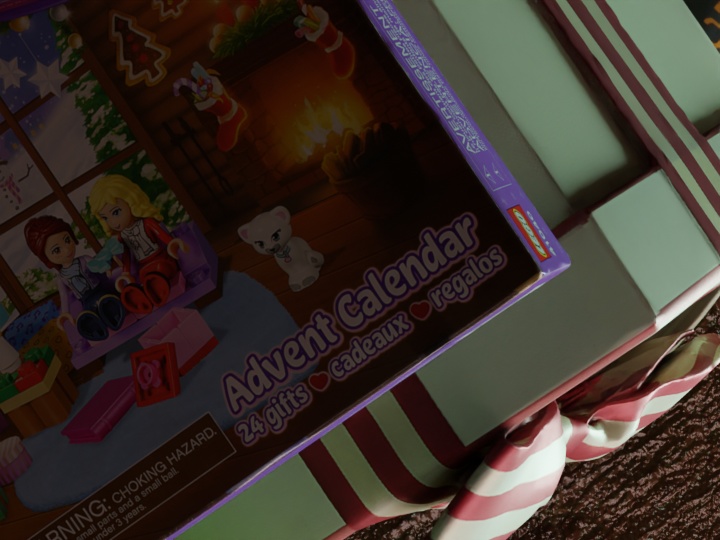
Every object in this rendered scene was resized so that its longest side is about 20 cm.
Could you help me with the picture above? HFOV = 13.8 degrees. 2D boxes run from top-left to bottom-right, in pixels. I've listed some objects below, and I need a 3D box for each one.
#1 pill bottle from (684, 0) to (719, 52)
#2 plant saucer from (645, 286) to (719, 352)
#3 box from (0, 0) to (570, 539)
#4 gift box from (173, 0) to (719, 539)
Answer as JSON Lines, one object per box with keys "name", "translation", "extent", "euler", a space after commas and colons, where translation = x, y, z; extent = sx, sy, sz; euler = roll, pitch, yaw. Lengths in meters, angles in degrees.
{"name": "pill bottle", "translation": [0.118, -0.087, 1.177], "extent": [0.200, 0.106, 0.106], "euler": [-57, -176, -16]}
{"name": "plant saucer", "translation": [0.125, -0.035, 1.285], "extent": [0.200, 0.029, 0.200], "euler": [-51, -160, 26]}
{"name": "box", "translation": [-0.074, -0.001, 0.649], "extent": [0.200, 0.137, 0.039], "euler": [-35, 176, 13]}
{"name": "gift box", "translation": [0.001, -0.014, 0.826], "extent": [0.200, 0.187, 0.184], "euler": [-37, 176, 32]}
